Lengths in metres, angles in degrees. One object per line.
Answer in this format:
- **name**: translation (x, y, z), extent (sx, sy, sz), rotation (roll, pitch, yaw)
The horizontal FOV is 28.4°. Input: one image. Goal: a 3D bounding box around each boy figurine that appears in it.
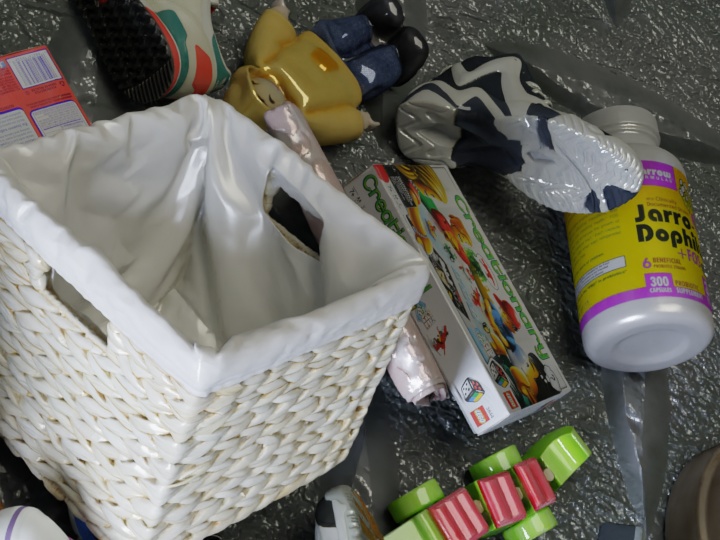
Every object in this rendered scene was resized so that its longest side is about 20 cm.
- **boy figurine**: translation (-0.039, -0.151, 1.074), extent (0.199, 0.064, 0.125), rotation (-30, 85, -44)

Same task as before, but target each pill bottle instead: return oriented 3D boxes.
- **pill bottle**: translation (0.217, -0.029, 1.143), extent (0.103, 0.104, 0.203), rotation (12, 58, -27)

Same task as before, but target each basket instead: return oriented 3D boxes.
- **basket**: translation (-0.103, 0.027, 0.818), extent (0.198, 0.162, 0.199), rotation (38, 36, 25)

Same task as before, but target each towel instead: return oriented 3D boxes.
- **towel**: translation (0.000, 0.000, 0.951), extent (0.032, 0.191, 0.202), rotation (-29, 80, 0)

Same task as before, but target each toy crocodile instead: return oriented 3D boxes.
- **toy crocodile**: translation (0.082, 0.163, 0.972), extent (0.198, 0.062, 0.068), rotation (-19, 75, -38)

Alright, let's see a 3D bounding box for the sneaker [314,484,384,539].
- **sneaker**: translation (-0.017, 0.228, 0.854), extent (0.076, 0.087, 0.202), rotation (49, 25, -54)

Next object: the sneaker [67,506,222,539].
- **sneaker**: translation (-0.100, 0.169, 0.830), extent (0.078, 0.089, 0.201), rotation (-24, 73, -40)

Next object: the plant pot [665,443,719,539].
- **plant pot**: translation (0.358, 0.196, 1.062), extent (0.198, 0.173, 0.203), rotation (17, 56, -26)

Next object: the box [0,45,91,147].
- **box**: translation (-0.258, -0.046, 0.848), extent (0.199, 0.095, 0.103), rotation (-26, 79, -40)

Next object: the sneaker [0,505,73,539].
- **sneaker**: translation (-0.111, 0.197, 0.750), extent (0.073, 0.113, 0.202), rotation (-77, 145, -62)

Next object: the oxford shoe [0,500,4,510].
- **oxford shoe**: translation (-0.206, 0.172, 0.787), extent (0.071, 0.071, 0.203), rotation (7, 61, -59)

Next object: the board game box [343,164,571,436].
- **board game box**: translation (0.072, 0.016, 1.040), extent (0.202, 0.034, 0.126), rotation (62, 26, 11)

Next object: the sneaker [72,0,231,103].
- **sneaker**: translation (-0.157, -0.209, 1.038), extent (0.093, 0.070, 0.202), rotation (-3, 62, -54)

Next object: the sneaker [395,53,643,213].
- **sneaker**: translation (0.137, -0.121, 1.131), extent (0.196, 0.080, 0.130), rotation (11, 39, 18)

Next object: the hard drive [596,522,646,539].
- **hard drive**: translation (0.155, 0.285, 0.909), extent (0.032, 0.140, 0.202), rotation (6, 52, 13)
